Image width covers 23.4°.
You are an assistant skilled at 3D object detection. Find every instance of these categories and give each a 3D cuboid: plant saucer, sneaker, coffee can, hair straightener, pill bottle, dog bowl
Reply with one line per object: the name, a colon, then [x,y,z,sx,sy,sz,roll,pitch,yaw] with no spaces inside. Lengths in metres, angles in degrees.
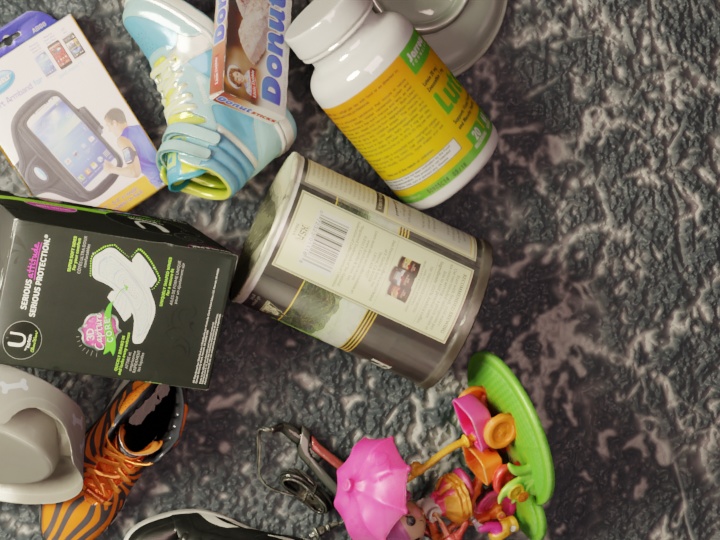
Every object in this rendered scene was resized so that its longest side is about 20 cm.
plant saucer: [0.049,-0.274,1.630,0.197,0.050,0.203,0,89,-12]
sneaker: [-0.160,-0.149,1.552,0.200,0.079,0.131,44,59,-8]
sneaker: [-0.113,0.261,1.561,0.197,0.112,0.074,8,87,-12]
sneaker: [-0.221,0.167,1.536,0.077,0.112,0.201,31,88,-10]
coffee can: [0.000,0.000,1.569,0.198,0.146,0.148,25,85,-10]
hair straightener: [-0.025,0.215,1.614,0.200,0.041,0.077,41,82,-15]
pill bottle: [0.025,-0.162,1.575,0.111,0.111,0.200,-45,110,-9]
dog bowl: [-0.325,0.134,1.481,0.198,0.200,0.059,17,61,-11]

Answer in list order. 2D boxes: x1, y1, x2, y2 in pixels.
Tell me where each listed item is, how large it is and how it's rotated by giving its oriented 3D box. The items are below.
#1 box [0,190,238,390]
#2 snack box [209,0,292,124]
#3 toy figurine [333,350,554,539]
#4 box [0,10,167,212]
box: [-0.230,0.015,1.489,0.198,0.148,0.126,10,99,-27]
snack box: [-0.096,-0.234,1.563,0.071,0.024,0.202,20,61,-37]
toy figurine: [0.065,0.198,1.579,0.182,0.150,0.202,-23,123,-16]
box: [-0.270,-0.134,1.567,0.118,0.041,0.201,-34,99,-10]
